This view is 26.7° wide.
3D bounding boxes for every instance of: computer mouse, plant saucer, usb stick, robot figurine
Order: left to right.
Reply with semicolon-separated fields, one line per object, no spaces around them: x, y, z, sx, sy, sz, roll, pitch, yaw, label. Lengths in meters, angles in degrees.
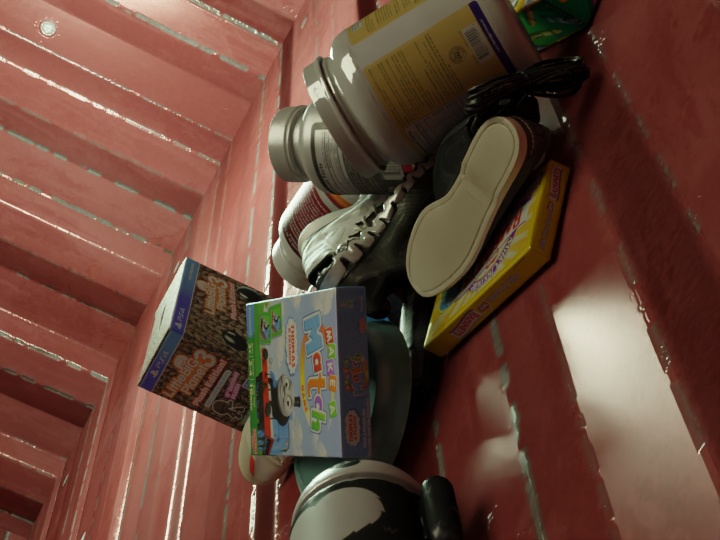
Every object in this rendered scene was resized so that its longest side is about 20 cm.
-0.015;0.141;1.442;0.200;0.027;0.202;-43;38;45;plant saucer
0.003;0.232;1.162;0.200;0.149;0.126;-91;0;-61;robot figurine
0.057;0.058;1.469;0.056;0.032;0.201;-56;15;36;usb stick
0.118;-0.124;1.389;0.053;0.138;0.201;56;146;25;computer mouse

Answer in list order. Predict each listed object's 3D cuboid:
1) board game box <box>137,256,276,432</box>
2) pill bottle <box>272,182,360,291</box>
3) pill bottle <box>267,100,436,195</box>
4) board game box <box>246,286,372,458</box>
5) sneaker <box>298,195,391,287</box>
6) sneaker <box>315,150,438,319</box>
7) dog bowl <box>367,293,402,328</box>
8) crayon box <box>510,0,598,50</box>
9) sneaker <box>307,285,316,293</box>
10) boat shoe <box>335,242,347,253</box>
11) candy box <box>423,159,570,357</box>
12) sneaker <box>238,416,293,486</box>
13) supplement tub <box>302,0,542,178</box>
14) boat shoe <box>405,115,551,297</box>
-0.153;0.100;1.848;0.097;0.199;0.160;-57;16;29;board game box
-0.032;-0.065;1.860;0.200;0.112;0.114;-52;19;44;pill bottle
0.005;-0.135;1.597;0.199;0.111;0.111;1;59;31;pill bottle
-0.051;0.099;1.428;0.200;0.036;0.153;-12;79;61;board game box
0.022;-0.043;1.638;0.200;0.076;0.116;-37;27;13;sneaker
0.051;-0.031;1.465;0.200;0.090;0.067;-48;-12;-15;sneaker
0.005;0.094;1.573;0.112;0.049;0.201;-56;17;36;dog bowl
0.187;-0.290;1.531;0.120;0.058;0.200;-67;13;-9;crayon box
-0.030;0.037;1.745;0.090;0.074;0.201;-66;-2;-61;sneaker
0.001;-0.001;1.526;0.201;0.066;0.072;-45;1;-30;boat shoe
0.120;-0.008;1.355;0.200;0.026;0.103;-48;22;51;candy box
-0.087;0.181;1.724;0.200;0.070;0.094;-56;10;24;sneaker
0.061;-0.190;1.434;0.199;0.146;0.146;-30;23;12;supplement tub
0.108;-0.054;1.355;0.073;0.062;0.201;51;130;28;boat shoe
